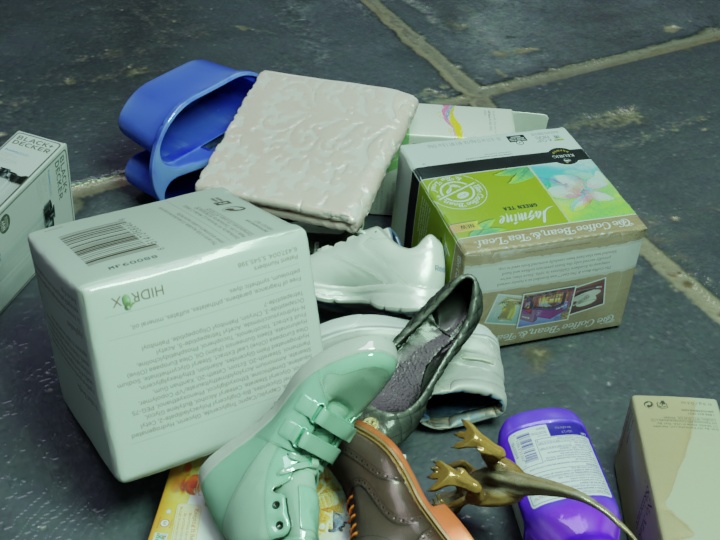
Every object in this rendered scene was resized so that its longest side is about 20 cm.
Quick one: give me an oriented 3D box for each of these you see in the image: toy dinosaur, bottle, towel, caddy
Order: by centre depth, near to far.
[{"bbox_3d":[0.116,0.168,0.925,0.199,0.106,0.061,-13,51,50],"label":"toy dinosaur"},{"bbox_3d":[0.173,0.205,0.968,0.083,0.066,0.201,-8,40,-6],"label":"bottle"},{"bbox_3d":[-0.055,-0.130,1.237,0.189,0.032,0.201,11,51,18],"label":"towel"},{"bbox_3d":[-0.178,-0.152,1.317,0.104,0.142,0.200,26,44,29],"label":"caddy"}]

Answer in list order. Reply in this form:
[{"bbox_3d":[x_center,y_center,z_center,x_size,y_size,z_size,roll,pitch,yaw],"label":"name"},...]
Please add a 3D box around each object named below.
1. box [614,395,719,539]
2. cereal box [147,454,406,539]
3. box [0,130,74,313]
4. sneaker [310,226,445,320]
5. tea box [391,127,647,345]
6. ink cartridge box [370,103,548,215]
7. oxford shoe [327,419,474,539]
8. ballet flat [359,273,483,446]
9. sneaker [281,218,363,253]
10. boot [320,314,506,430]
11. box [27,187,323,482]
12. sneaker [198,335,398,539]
[{"bbox_3d":[0.267,0.206,0.956,0.077,0.096,0.201,3,37,0],"label":"box"},{"bbox_3d":[-0.065,0.202,0.968,0.198,0.040,0.145,7,39,3],"label":"cereal box"},{"bbox_3d":[-0.366,-0.040,1.177,0.060,0.117,0.201,14,39,12],"label":"box"},{"bbox_3d":[0.000,0.000,1.158,0.198,0.088,0.074,6,-9,25],"label":"sneaker"},{"bbox_3d":[0.156,-0.036,1.212,0.198,0.135,0.197,-9,41,-17],"label":"tea box"},{"bbox_3d":[0.111,-0.122,1.326,0.198,0.118,0.068,3,41,-1],"label":"ink cartridge box"},{"bbox_3d":[0.012,0.187,0.913,0.072,0.072,0.200,-28,46,-23],"label":"oxford shoe"},{"bbox_3d":[0.043,0.082,1.029,0.066,0.057,0.201,27,64,17],"label":"ballet flat"},{"bbox_3d":[-0.086,-0.054,1.271,0.198,0.079,0.090,8,13,12],"label":"sneaker"},{"bbox_3d":[0.039,0.098,1.083,0.198,0.074,0.096,-2,39,-4],"label":"boot"},{"bbox_3d":[-0.158,0.045,1.004,0.198,0.173,0.199,-15,20,-24],"label":"box"},{"bbox_3d":[-0.030,0.148,0.890,0.200,0.074,0.119,-43,46,13],"label":"sneaker"}]
